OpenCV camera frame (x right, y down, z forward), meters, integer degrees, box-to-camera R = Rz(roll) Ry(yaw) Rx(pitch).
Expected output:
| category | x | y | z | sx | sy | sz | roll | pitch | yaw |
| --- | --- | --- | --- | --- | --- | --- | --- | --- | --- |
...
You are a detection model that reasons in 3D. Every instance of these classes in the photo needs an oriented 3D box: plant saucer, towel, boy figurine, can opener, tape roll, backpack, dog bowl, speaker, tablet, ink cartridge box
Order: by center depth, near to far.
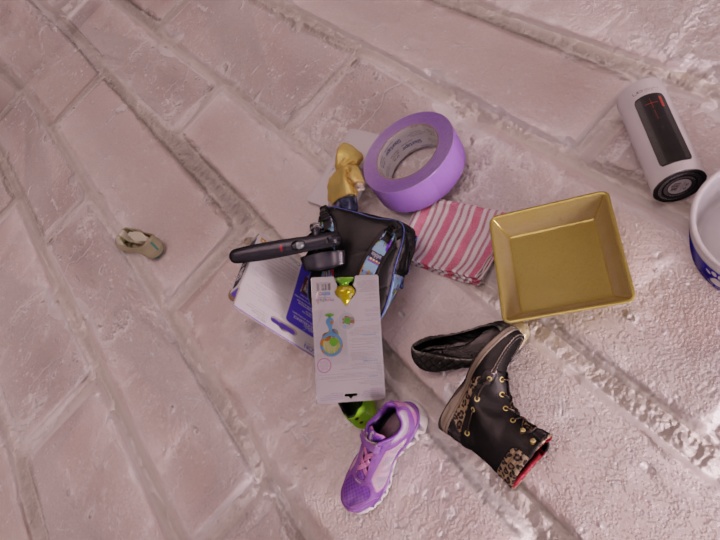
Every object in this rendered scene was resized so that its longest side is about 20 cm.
| category | x | y | z | sx | sy | sz | roll | pitch | yaw |
| --- | --- | --- | --- | --- | --- | --- | --- | --- | --- |
| dog bowl | 0.571 | -0.057 | 0.807 | 0.197 | 0.079 | 0.204 | -14 | 58 | 23 |
| plant saucer | 0.320 | -0.013 | 0.938 | 0.196 | 0.049 | 0.203 | -12 | 58 | 20 |
| speaker | 0.485 | -0.215 | 0.941 | 0.080 | 0.081 | 0.203 | -16 | 57 | 20 |
| can opener | -0.124 | -0.035 | 0.969 | 0.196 | 0.063 | 0.080 | -5 | 83 | 2 |
| ink cartridge box | -0.133 | 0.055 | 1.034 | 0.043 | 0.197 | 0.202 | -41 | 24 | 32 |
| backpack | 0.000 | 0.000 | 1.043 | 0.179 | 0.134 | 0.204 | 13 | 93 | 21 |
| towel | 0.164 | -0.064 | 1.069 | 0.198 | 0.030 | 0.148 | 18 | 73 | 35 |
| tape roll | 0.105 | -0.217 | 1.148 | 0.197 | 0.066 | 0.203 | -19 | 51 | 24 |
| boy figurine | -0.031 | -0.166 | 1.192 | 0.124 | 0.064 | 0.204 | -30 | 51 | 49 |
| tablet | -0.026 | -0.220 | 1.271 | 0.129 | 0.014 | 0.202 | 22 | 77 | 36 |

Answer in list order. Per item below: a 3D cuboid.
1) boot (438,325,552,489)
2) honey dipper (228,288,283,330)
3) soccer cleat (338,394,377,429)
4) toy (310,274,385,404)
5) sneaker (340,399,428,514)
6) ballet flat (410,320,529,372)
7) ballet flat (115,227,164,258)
| category | x | y | z | sx | sy | sz | roll | pitch | yaw |
| --- | --- | --- | --- | --- | --- | --- | --- | --- | --- |
| boot | 0.219 | 0.201 | 0.854 | 0.150 | 0.073 | 0.202 | 40 | 101 | 37 |
| honey dipper | -0.178 | 0.081 | 1.072 | 0.037 | 0.200 | 0.039 | -12 | 59 | 22 |
| soccer cleat | -0.032 | 0.182 | 1.011 | 0.067 | 0.081 | 0.201 | -37 | 52 | 6 |
| toy | -0.022 | 0.112 | 0.959 | 0.113 | 0.047 | 0.205 | -2 | 86 | -7 |
| sneaker | 0.024 | 0.287 | 0.919 | 0.080 | 0.088 | 0.202 | 29 | 81 | 35 |
| ballet flat | 0.177 | 0.123 | 0.940 | 0.197 | 0.057 | 0.068 | -18 | 56 | 15 |
| ballet flat | -0.577 | -0.081 | 1.470 | 0.197 | 0.069 | 0.070 | 12 | 70 | 34 |
